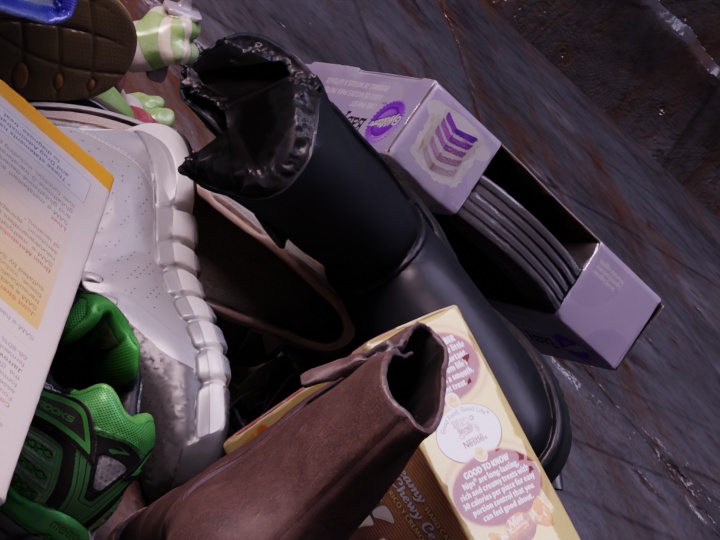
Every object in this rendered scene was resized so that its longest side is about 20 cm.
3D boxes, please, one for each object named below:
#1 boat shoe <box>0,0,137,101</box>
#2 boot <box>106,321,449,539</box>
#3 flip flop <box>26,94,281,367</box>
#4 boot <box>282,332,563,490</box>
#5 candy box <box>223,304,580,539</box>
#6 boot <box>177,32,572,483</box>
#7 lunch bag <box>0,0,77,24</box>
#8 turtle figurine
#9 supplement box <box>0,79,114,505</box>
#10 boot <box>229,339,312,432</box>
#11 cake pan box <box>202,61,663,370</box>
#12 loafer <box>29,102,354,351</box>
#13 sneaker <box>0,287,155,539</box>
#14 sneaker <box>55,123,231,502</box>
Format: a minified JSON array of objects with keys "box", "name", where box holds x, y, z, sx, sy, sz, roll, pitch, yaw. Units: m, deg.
[{"box":[-0.199,-0.134,1.354,0.200,0.072,0.068,14,20,-24],"name":"boat shoe"},{"box":[-0.024,0.085,1.089,0.072,0.166,0.200,45,12,-4],"name":"boot"},{"box":[-0.106,-0.028,1.439,0.200,0.081,0.058,35,1,-21],"name":"flip flop"},{"box":[0.030,0.078,1.486,0.163,0.073,0.198,66,-18,6],"name":"boot"},{"box":[0.036,0.128,1.151,0.055,0.115,0.200,-20,80,-40],"name":"candy box"},{"box":[0.000,0.000,1.279,0.168,0.076,0.200,42,15,-49],"name":"boot"},{"box":[-0.206,-0.161,0.972,0.170,0.124,0.200,23,17,39],"name":"lunch bag"},{"box":[-0.116,-0.129,1.476,0.144,0.200,0.194,17,-30,30],"name":"turtle figurine"},{"box":[-0.168,0.001,1.000,0.126,0.074,0.200,41,29,-18],"name":"supplement box"},{"box":[-0.036,0.079,1.318,0.097,0.075,0.200,43,0,17],"name":"boot"},{"box":[0.037,-0.030,1.495,0.184,0.052,0.200,41,-15,-30],"name":"cake pan box"},{"box":[-0.087,-0.019,1.369,0.200,0.072,0.063,26,8,-18],"name":"loafer"},{"box":[-0.120,0.035,1.130,0.078,0.085,0.200,36,14,-36],"name":"sneaker"},{"box":[-0.125,0.016,1.259,0.115,0.075,0.200,8,47,-23],"name":"sneaker"}]
